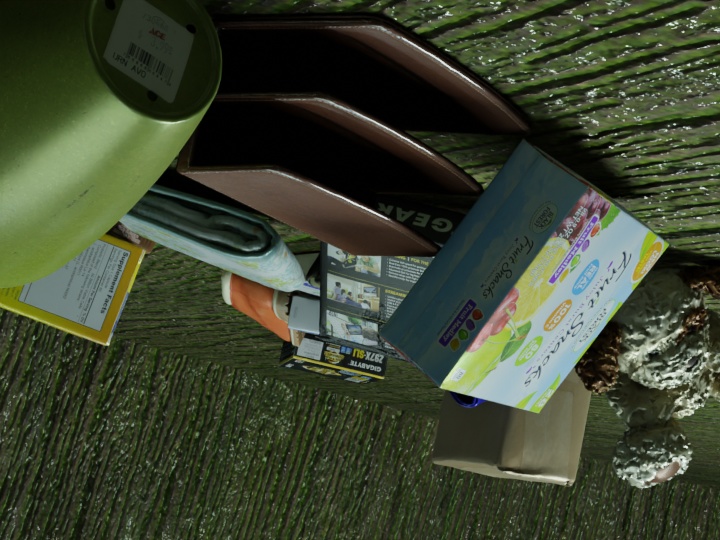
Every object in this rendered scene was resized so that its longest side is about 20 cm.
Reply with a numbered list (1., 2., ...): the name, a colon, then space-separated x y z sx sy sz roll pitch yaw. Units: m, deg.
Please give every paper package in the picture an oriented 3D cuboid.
1. paper package: 0.175 0.135 1.736 0.103 0.200 0.191 15 170 -20

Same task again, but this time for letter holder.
1. letter holder: 0.007 -0.079 0.976 0.142 0.101 0.200 4 168 35

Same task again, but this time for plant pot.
1. plant pot: -0.177 -0.101 0.911 0.187 0.187 0.200 20 155 -38

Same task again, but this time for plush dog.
1. plush dog: 0.268 0.066 1.367 0.160 0.200 0.172 47 168 40

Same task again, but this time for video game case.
1. video game case: 0.020 0.066 1.894 0.181 0.045 0.200 10 -178 10

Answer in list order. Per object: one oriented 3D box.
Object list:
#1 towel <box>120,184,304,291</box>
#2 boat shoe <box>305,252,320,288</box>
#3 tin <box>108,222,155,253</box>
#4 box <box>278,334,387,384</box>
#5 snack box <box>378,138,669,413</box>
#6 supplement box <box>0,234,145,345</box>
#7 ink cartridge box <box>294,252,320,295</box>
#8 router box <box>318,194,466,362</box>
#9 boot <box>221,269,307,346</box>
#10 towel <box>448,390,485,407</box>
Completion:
1. towel: -0.157 -0.041 1.505 0.200 0.048 0.171 22 174 11
2. boat shoe: 0.000 0.000 1.507 0.074 0.076 0.200 35 177 -6
3. tin: -0.288 -0.062 1.624 0.112 0.042 0.200 22 175 23
4. box: -0.049 0.153 2.631 0.160 0.049 0.200 12 171 -9
5. snack box: 0.123 0.011 1.098 0.068 0.169 0.200 40 -170 26
6. supplement box: -0.339 -0.006 1.601 0.200 0.109 0.110 22 174 -10
7. ink cartridge box: -0.004 0.009 1.717 0.099 0.039 0.200 18 171 -29
8. router box: 0.064 0.017 1.343 0.200 0.051 0.149 15 132 14
9. boot: -0.117 0.038 1.970 0.107 0.075 0.200 13 163 13
10. towel: 0.102 0.061 1.555 0.050 0.148 0.200 -32 174 13
